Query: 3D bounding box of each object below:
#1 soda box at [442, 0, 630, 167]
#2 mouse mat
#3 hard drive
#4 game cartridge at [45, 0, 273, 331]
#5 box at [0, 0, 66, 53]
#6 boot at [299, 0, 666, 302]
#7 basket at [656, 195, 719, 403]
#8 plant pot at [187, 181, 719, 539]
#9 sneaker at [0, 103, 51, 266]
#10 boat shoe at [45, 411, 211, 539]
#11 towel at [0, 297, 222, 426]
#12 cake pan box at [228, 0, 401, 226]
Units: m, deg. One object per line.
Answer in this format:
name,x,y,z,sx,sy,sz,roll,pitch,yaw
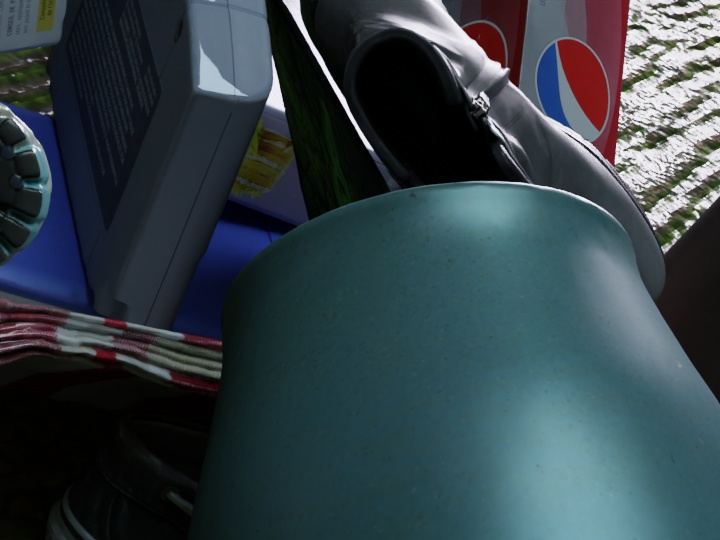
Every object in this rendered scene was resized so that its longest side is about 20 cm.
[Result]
soda box,0.064,-0.040,1.115,0.063,0.070,0.201,20,69,-38
mouse mat,0.000,0.000,1.009,0.007,0.201,0.161,-21,44,-8
hard drive,-0.109,-0.015,1.067,0.199,0.025,0.132,17,31,-26
game cartridge,-0.080,-0.083,1.033,0.041,0.134,0.200,8,35,-20
box,-0.204,-0.117,0.982,0.199,0.083,0.049,-12,39,-34
boot,0.050,-0.025,0.967,0.200,0.070,0.132,42,12,-24
basket,0.201,0.023,1.129,0.180,0.201,0.136,41,29,16
plant pot,0.033,0.085,0.794,0.199,0.200,0.189,10,56,-35
sneaker,-0.194,-0.006,0.865,0.199,0.078,0.086,-10,1,2
boat shoe,-0.009,0.101,0.925,0.199,0.071,0.072,16,31,-28
towel,-0.081,0.039,0.923,0.199,0.023,0.144,12,-10,-33
cake pan box,-0.033,-0.085,1.195,0.184,0.052,0.200,23,23,-42
